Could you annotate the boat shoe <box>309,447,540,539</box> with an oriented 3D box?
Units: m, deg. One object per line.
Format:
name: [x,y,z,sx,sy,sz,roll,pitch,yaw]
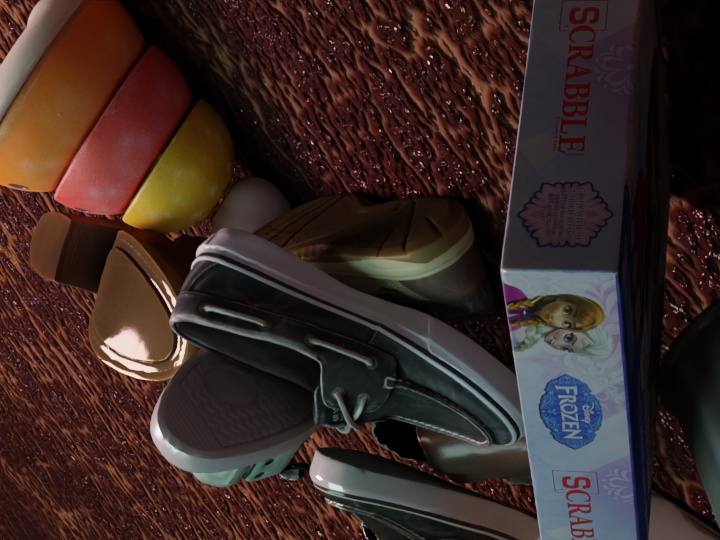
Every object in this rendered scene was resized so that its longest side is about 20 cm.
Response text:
boat shoe: [0.042,0.153,1.197,0.200,0.064,0.071,25,176,-42]

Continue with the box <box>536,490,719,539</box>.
box: [0.164,0.214,1.163,0.095,0.078,0.200,32,154,40]

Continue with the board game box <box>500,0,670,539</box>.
board game box: [0.090,-0.016,0.777,0.041,0.200,0.200,1,143,11]

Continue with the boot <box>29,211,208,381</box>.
boot: [-0.098,0.017,1.274,0.154,0.074,0.200,13,-163,-36]

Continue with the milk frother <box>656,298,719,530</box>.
milk frother: [0.235,0.078,0.736,0.181,0.200,0.188,101,157,-54]

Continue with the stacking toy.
stacking toy: [-0.126,-0.070,1.235,0.200,0.146,0.146,34,159,-3]

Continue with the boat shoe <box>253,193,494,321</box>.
boat shoe: [0.000,0.000,1.135,0.200,0.073,0.065,7,129,61]

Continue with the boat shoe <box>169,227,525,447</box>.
boat shoe: [-0.007,0.052,1.079,0.200,0.071,0.072,25,154,10]

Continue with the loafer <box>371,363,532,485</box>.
loafer: [0.073,0.096,1.155,0.073,0.071,0.200,56,159,-18]

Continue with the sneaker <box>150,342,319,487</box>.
sneaker: [-0.067,0.094,1.143,0.074,0.200,0.118,39,119,11]
